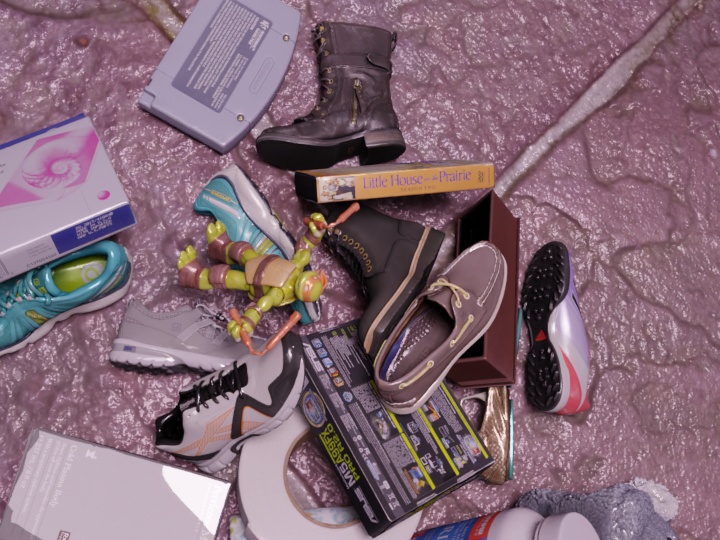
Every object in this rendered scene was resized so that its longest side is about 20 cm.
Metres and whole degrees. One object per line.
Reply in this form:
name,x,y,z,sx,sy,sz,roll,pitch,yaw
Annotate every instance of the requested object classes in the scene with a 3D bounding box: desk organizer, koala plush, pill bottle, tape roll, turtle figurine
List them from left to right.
turtle figurine,-0.092,-0.003,0.761,0.158,0.065,0.202,15,56,25
tape roll,-0.030,0.215,0.782,0.197,0.037,0.207,7,57,-11
desk organizer,0.129,0.020,0.844,0.077,0.070,0.205,37,52,-48
pill bottle,0.133,0.295,0.735,0.111,0.198,0.115,27,48,-36
koala plush,0.271,0.305,0.814,0.196,0.182,0.182,4,84,-33

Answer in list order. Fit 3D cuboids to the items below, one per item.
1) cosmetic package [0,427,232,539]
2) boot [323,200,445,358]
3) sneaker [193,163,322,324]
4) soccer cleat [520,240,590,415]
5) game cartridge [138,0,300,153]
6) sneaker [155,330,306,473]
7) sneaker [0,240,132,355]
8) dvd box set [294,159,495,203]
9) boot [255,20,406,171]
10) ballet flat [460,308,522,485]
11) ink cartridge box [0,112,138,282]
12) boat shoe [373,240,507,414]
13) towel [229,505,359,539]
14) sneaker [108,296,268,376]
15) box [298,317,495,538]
cosmetic package,-0.232,0.233,0.741,0.195,0.090,0.109,15,72,-5
boot,0.000,0.000,0.822,0.136,0.079,0.201,24,36,8
sneaker,-0.110,-0.020,0.845,0.079,0.078,0.202,-37,81,1
soccer cleat,0.237,0.068,0.901,0.072,0.068,0.205,15,69,-33
game cartridge,-0.156,-0.244,0.897,0.131,0.041,0.203,30,73,-9
sneaker,-0.127,0.128,0.734,0.079,0.200,0.075,26,30,-34
sneaker,-0.328,0.020,0.766,0.197,0.080,0.079,-28,83,-16
dvd box set,0.033,-0.102,0.847,0.195,0.146,0.030,-6,100,-14
boot,-0.038,-0.214,0.906,0.195,0.069,0.179,-4,74,-19
ballet flat,0.146,0.134,0.860,0.064,0.071,0.205,4,71,11
ink cartridge box,-0.348,-0.083,0.766,0.193,0.044,0.201,-26,56,-16
boat shoe,0.081,0.047,0.754,0.071,0.060,0.201,31,74,28
towel,-0.047,0.350,0.774,0.167,0.048,0.205,0,77,-13
sneaker,-0.160,0.069,0.800,0.195,0.075,0.084,7,73,-12
box,0.026,0.145,0.782,0.158,0.044,0.202,-14,63,-41
